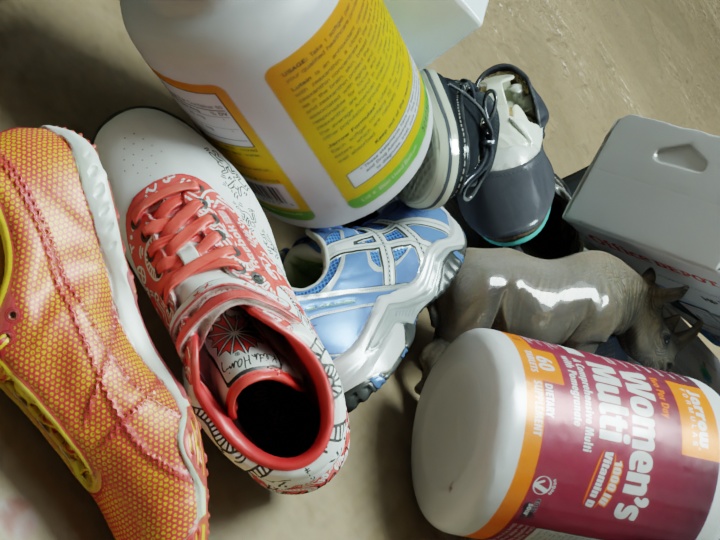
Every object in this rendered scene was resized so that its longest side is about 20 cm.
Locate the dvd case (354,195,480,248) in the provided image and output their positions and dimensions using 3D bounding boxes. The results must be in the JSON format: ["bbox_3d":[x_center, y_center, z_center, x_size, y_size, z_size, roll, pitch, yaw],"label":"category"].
[{"bbox_3d":[0.033,-0.074,0.885,0.143,0.017,0.201,47,32,-19],"label":"dvd case"}]

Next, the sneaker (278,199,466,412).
[{"bbox_3d":[0.000,0.000,0.708,0.077,0.076,0.200,47,29,-8],"label":"sneaker"}]

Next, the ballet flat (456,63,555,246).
[{"bbox_3d":[0.097,-0.090,0.902,0.073,0.073,0.200,47,26,-18],"label":"ballet flat"}]

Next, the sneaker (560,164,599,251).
[{"bbox_3d":[0.239,-0.042,1.071,0.199,0.106,0.075,16,49,-49],"label":"sneaker"}]

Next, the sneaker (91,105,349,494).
[{"bbox_3d":[-0.063,0.004,0.575,0.202,0.067,0.108,62,-5,7],"label":"sneaker"}]

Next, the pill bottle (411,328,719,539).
[{"bbox_3d":[0.136,0.104,0.718,0.199,0.110,0.110,14,47,-21],"label":"pill bottle"}]

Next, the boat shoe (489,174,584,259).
[{"bbox_3d":[0.124,-0.029,0.920,0.074,0.061,0.200,30,33,3],"label":"boat shoe"}]

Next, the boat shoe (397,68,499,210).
[{"bbox_3d":[0.053,-0.081,0.775,0.062,0.075,0.200,10,14,-2],"label":"boat shoe"}]

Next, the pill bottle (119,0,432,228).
[{"bbox_3d":[-0.045,-0.115,0.622,0.200,0.110,0.112,55,20,-55],"label":"pill bottle"}]

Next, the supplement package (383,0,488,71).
[{"bbox_3d":[-0.038,-0.205,0.767,0.200,0.151,0.151,46,31,-18],"label":"supplement package"}]

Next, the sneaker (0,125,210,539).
[{"bbox_3d":[-0.117,0.042,0.524,0.077,0.073,0.201,-20,81,-29],"label":"sneaker"}]

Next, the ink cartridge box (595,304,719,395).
[{"bbox_3d":[0.188,0.104,0.888,0.136,0.076,0.201,43,31,-25],"label":"ink cartridge box"}]

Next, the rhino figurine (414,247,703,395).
[{"bbox_3d":[0.124,0.031,0.786,0.198,0.060,0.088,2,100,-21],"label":"rhino figurine"}]

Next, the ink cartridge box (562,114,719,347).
[{"bbox_3d":[0.252,-0.006,0.862,0.199,0.086,0.146,33,-3,-35],"label":"ink cartridge box"}]
